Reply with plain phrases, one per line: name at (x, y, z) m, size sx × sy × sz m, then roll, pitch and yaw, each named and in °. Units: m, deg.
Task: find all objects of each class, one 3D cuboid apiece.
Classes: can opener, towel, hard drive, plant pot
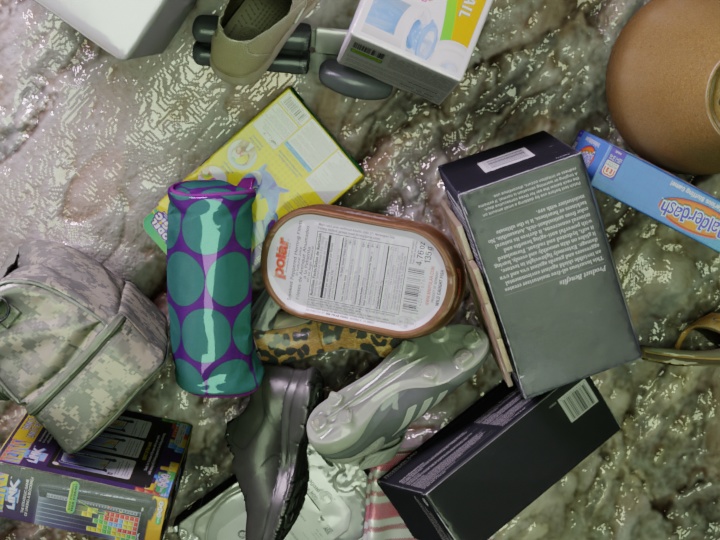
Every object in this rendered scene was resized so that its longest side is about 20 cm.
can opener at (-0.065, -0.209, 1.322) m, size 0.199 × 0.067 × 0.053 m, roll 8°, pitch 128°, yaw 1°
towel at (0.073, 0.280, 1.419) m, size 0.145 × 0.030 × 0.201 m, roll 1°, pitch 100°, yaw -19°
hard drive at (-0.076, 0.259, 1.431) m, size 0.200 × 0.038 × 0.140 m, roll -35°, pitch 100°, yaw 5°
plant pot at (0.339, -0.169, 1.271) m, size 0.185 × 0.200 × 0.188 m, roll 0°, pitch 101°, yaw -2°

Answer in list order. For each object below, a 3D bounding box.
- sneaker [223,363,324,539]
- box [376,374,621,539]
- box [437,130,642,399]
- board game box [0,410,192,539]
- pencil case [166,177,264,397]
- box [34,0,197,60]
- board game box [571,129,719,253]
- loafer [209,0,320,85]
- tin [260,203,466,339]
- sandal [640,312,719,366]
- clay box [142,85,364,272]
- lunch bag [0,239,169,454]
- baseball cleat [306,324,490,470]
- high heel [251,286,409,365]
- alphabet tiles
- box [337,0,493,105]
sneaker at (-0.095, 0.187, 1.371) m, size 0.090 × 0.076 × 0.201 m, roll 12°, pitch 92°, yaw 12°
box at (0.132, 0.179, 1.334) m, size 0.200 × 0.141 × 0.079 m, roll -36°, pitch 100°, yaw -16°
box at (0.166, -0.013, 1.299) m, size 0.123 × 0.200 × 0.199 m, roll -18°, pitch 102°, yaw 2°
board game box at (-0.257, 0.190, 1.331) m, size 0.164 × 0.200 × 0.057 m, roll 11°, pitch 103°, yaw -2°
pencil case at (-0.137, 0.015, 1.309) m, size 0.092 × 0.085 × 0.201 m, roll -9°, pitch 103°, yaw -37°
box at (-0.228, -0.312, 1.231) m, size 0.199 × 0.199 × 0.172 m, roll 34°, pitch 99°, yaw -6°
board game box at (0.300, -0.065, 1.315) m, size 0.199 × 0.152 × 0.045 m, roll 26°, pitch 99°, yaw -5°
loafer at (-0.075, -0.266, 1.283) m, size 0.075 × 0.068 × 0.201 m, roll 25°, pitch 76°, yaw 2°
tin at (0.000, 0.000, 1.302) m, size 0.199 × 0.042 × 0.113 m, roll 11°, pitch 93°, yaw 16°
sandal at (0.374, 0.068, 1.385) m, size 0.199 × 0.080 × 0.054 m, roll -6°, pitch 86°, yaw -1°
clay box at (-0.107, -0.073, 1.358) m, size 0.200 × 0.048 × 0.115 m, roll -40°, pitch 99°, yaw 8°
lunch bag at (-0.283, 0.057, 1.308) m, size 0.139 × 0.200 × 0.168 m, roll -43°, pitch 103°, yaw 4°
baseball cleat at (0.042, 0.125, 1.347) m, size 0.199 × 0.070 × 0.107 m, roll -27°, pitch 141°, yaw 1°
high heel at (-0.026, 0.083, 1.388) m, size 0.199 × 0.071 × 0.143 m, roll 31°, pitch 108°, yaw -7°
alphabet tiles at (0.113, 0.026, 1.304) m, size 0.008 × 0.200 × 0.168 m, roll -19°, pitch 101°, yaw 2°
box at (0.070, -0.273, 1.267) m, size 0.112 × 0.101 × 0.201 m, roll 22°, pitch 82°, yaw -6°
